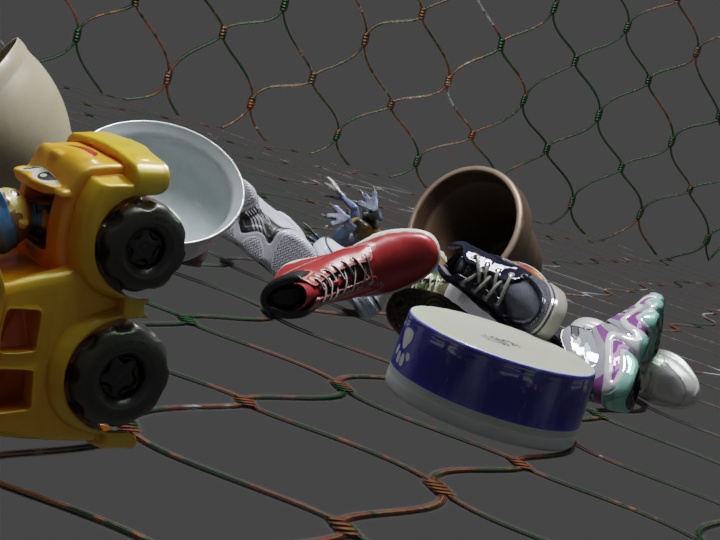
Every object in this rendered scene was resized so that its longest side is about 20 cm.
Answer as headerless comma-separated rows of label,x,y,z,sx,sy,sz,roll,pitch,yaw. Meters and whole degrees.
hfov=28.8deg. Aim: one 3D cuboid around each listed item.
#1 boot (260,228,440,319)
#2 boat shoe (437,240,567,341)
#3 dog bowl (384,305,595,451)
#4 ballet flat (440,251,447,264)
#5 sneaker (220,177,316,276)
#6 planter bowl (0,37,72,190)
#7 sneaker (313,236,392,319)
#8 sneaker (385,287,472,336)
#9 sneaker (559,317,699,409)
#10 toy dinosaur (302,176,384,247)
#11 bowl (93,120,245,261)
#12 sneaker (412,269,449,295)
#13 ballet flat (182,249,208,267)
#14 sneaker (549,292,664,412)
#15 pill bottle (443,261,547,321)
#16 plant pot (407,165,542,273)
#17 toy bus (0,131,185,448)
boot,-0.009,0.008,1.566,0.199,0.073,0.144,-15,6,8
boat shoe,0.150,0.022,1.549,0.093,0.075,0.200,28,1,-19
dog bowl,0.130,0.105,1.397,0.199,0.079,0.200,18,9,-3
ballet flat,0.080,-0.011,2.057,0.072,0.068,0.200,-17,25,-37
sneaker,-0.140,-0.061,1.798,0.200,0.075,0.115,42,1,-7
planter bowl,-0.405,-0.145,1.585,0.135,0.200,0.200,42,0,-20
sneaker,0.000,0.000,1.758,0.073,0.071,0.200,59,-5,-30
sneaker,0.122,0.084,1.626,0.199,0.071,0.076,25,-9,19
sneaker,0.325,0.129,1.753,0.200,0.075,0.099,24,30,34
toy dinosaur,-0.019,-0.036,1.892,0.200,0.105,0.182,46,-19,20
bowl,-0.237,-0.073,1.600,0.200,0.091,0.202,10,45,-10
sneaker,0.103,0.021,1.902,0.200,0.067,0.090,18,4,-20
ballet flat,-0.276,-0.053,1.663,0.199,0.047,0.067,17,8,-5
sneaker,0.284,0.081,1.694,0.139,0.078,0.200,12,36,21
pill bottle,0.182,0.044,1.776,0.112,0.113,0.200,21,10,18
plant pot,0.195,-0.034,2.147,0.200,0.201,0.175,25,-8,40
toy bus,-0.228,0.010,0.899,0.191,0.201,0.136,2,16,-36
